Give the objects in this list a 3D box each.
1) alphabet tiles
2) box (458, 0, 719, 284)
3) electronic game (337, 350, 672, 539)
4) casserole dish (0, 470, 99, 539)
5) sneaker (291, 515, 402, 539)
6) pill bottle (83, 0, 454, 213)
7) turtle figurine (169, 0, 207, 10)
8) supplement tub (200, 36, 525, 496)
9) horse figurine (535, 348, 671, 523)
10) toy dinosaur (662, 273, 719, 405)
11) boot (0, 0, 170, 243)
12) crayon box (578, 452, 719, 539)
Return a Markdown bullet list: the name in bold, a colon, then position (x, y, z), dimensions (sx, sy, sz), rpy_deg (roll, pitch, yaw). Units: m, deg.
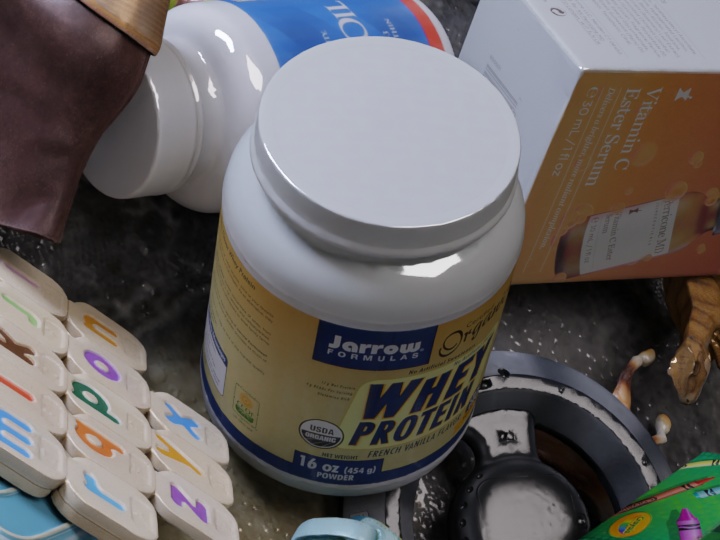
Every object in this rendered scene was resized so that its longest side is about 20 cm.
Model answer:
- **alphabet tiles**: position (-0.138, 0.055, 0.983), dimensions (0.195, 0.015, 0.200), rpy_deg (36, 15, -20)
- **box**: position (0.158, -0.084, 1.237), dimensions (0.200, 0.153, 0.106), rpy_deg (-3, 41, -29)
- **electronic game**: position (0.083, 0.139, 1.135), dimensions (0.199, 0.042, 0.201), rpy_deg (8, 67, -18)
- **casserole dish**: position (-0.163, 0.090, 0.924), dimensions (0.121, 0.039, 0.200), rpy_deg (42, 11, 7)
- **sneaker**: position (-0.046, 0.159, 1.019), dimensions (0.200, 0.079, 0.131), rpy_deg (34, 50, -30)
- **pill bottle**: position (-0.052, -0.090, 1.142), dimensions (0.200, 0.112, 0.112), rpy_deg (-13, 72, -41)
- **turtle figurine**: position (-0.148, -0.175, 1.154), dimensions (0.161, 0.064, 0.201), rpy_deg (15, 75, -28)
- **supplement tub**: position (0.000, 0.000, 1.042), dimensions (0.144, 0.200, 0.145), rpy_deg (5, 49, -6)
- **horse figurine**: position (0.163, 0.129, 1.220), dimensions (0.132, 0.050, 0.200), rpy_deg (-20, 75, -49)
- **toy dinosaur**: position (0.202, 0.003, 1.310), dimensions (0.106, 0.060, 0.200), rpy_deg (42, 24, -37)
- **boot**: position (-0.197, -0.121, 1.047), dimensions (0.200, 0.072, 0.167), rpy_deg (24, 88, 16)
- **crayon box**: position (0.175, 0.209, 1.104), dimensions (0.119, 0.058, 0.201), rpy_deg (-26, 116, -44)
